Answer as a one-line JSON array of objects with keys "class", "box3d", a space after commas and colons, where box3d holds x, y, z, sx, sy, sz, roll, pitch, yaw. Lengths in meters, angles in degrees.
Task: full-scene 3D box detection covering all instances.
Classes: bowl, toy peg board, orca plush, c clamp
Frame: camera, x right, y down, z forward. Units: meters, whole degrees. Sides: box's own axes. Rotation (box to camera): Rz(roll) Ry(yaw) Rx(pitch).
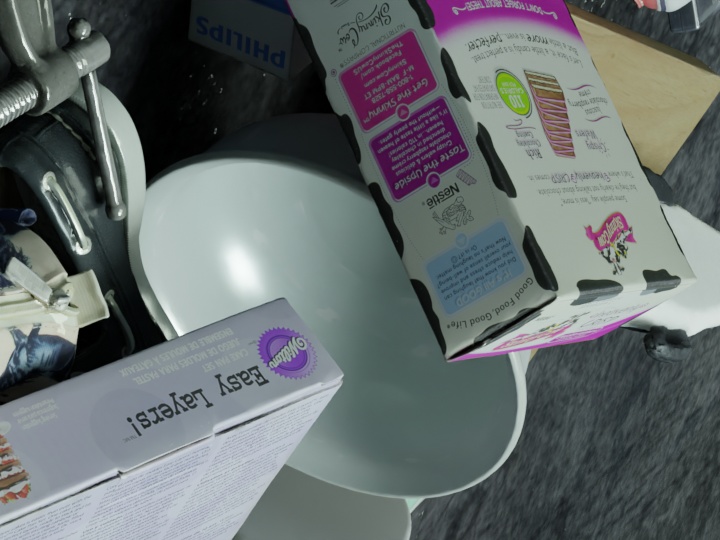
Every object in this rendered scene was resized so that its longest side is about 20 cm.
[{"class": "bowl", "box3d": [0.000, 0.000, 1.328, 0.091, 0.200, 0.202, -55, 154, -38]}, {"class": "toy peg board", "box3d": [0.048, -0.058, 1.493, 0.200, 0.098, 0.200, 14, 115, -55]}, {"class": "orca plush", "box3d": [0.106, 0.009, 1.467, 0.199, 0.106, 0.071, -13, 167, -47]}, {"class": "c clamp", "box3d": [-0.157, -0.067, 1.081, 0.200, 0.027, 0.172, -31, 119, -48]}]

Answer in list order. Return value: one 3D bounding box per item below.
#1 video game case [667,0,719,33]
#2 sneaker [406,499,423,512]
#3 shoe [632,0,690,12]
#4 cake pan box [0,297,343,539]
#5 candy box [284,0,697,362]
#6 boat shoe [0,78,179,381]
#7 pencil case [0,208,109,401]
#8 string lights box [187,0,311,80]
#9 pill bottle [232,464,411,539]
[{"class": "video game case", "box3d": [0.164, -0.232, 1.541, 0.143, 0.019, 0.201, -39, 119, -69]}, {"class": "sneaker", "box3d": [0.011, 0.079, 1.559, 0.201, 0.073, 0.118, -58, 161, -13]}, {"class": "shoe", "box3d": [0.084, -0.174, 1.401, 0.091, 0.072, 0.200, -33, 138, 5]}, {"class": "cake pan box", "box3d": [-0.117, 0.104, 1.210, 0.199, 0.052, 0.184, -22, 159, -37]}, {"class": "candy box", "box3d": [0.048, -0.067, 1.234, 0.061, 0.201, 0.136, -31, 167, 28]}, {"class": "boat shoe", "box3d": [-0.121, 0.013, 1.241, 0.060, 0.075, 0.201, -47, 138, -39]}, {"class": "pencil case", "box3d": [-0.183, 0.027, 1.096, 0.200, 0.089, 0.078, -17, 82, -60]}, {"class": "string lights box", "box3d": [-0.016, -0.195, 1.282, 0.103, 0.059, 0.201, -37, 142, -48]}, {"class": "pill bottle", "box3d": [-0.045, 0.189, 1.466, 0.114, 0.114, 0.201, -36, 150, -49]}]
